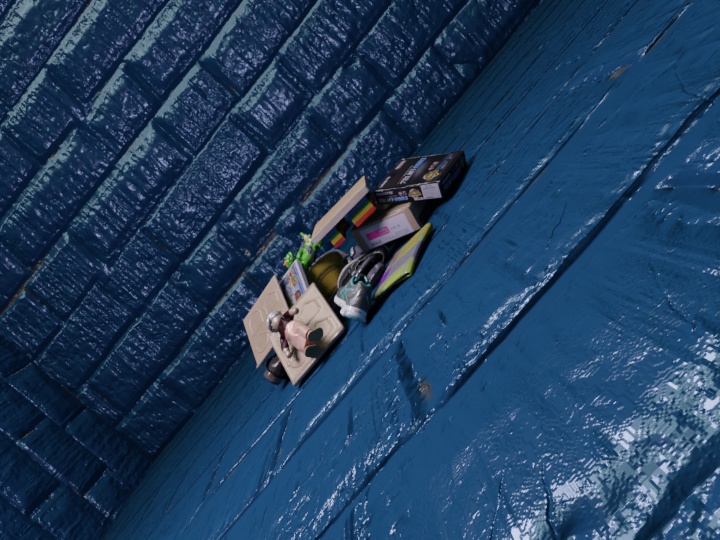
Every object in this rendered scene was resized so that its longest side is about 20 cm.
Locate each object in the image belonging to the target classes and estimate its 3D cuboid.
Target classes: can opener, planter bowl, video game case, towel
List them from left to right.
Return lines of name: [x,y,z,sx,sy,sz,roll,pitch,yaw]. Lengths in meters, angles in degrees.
video game case: [-0.207,0.091,1.633,0.201,0.018,0.145,-51,45,29]
planter bowl: [-0.092,0.052,1.725,0.200,0.083,0.202,-42,-25,-25]
can opener: [-0.013,0.045,1.487,0.201,0.063,0.079,-49,8,9]
towel: [0.097,-0.018,1.303,0.143,0.023,0.201,-43,11,39]

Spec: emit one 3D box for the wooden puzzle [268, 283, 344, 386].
wooden puzzle: [-0.131,0.158,1.431,0.186,0.046,0.201,-48,43,9]

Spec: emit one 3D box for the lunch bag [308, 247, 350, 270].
lunch bag: [-0.116,0.029,1.847,0.199,0.075,0.163,-34,-32,-38]

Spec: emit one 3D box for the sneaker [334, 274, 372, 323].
sneaker: [-0.007,0.052,1.303,0.200,0.076,0.093,-138,68,-75]

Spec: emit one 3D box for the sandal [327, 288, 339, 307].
sandal: [-0.093,0.129,1.592,0.202,0.048,0.076,-55,0,-39]

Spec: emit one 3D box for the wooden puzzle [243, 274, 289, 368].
wooden puzzle: [-0.252,0.144,1.623,0.186,0.046,0.202,-52,41,24]

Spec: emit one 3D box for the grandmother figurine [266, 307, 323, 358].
grandmother figurine: [-0.164,0.147,1.383,0.198,0.060,0.124,23,96,49]

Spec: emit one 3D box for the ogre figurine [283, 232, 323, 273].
ogre figurine: [-0.162,-0.041,1.706,0.199,0.097,0.122,22,82,57]

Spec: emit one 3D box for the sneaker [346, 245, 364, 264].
sneaker: [0.013,-0.040,1.832,0.086,0.076,0.201,-22,15,12]

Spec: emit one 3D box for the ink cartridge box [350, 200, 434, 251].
ink cartridge box: [0.089,-0.150,1.583,0.197,0.076,0.166,-20,25,33]

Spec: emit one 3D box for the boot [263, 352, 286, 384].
boot: [-0.195,0.214,1.599,0.177,0.068,0.200,-60,7,3]

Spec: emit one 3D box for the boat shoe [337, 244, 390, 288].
boat shoe: [0.000,0.000,1.608,0.200,0.071,0.064,-44,7,28]

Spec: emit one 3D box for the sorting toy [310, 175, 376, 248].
sorting toy: [-0.036,-0.149,1.564,0.200,0.070,0.199,-44,12,11]

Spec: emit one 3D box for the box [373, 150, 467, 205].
box: [0.159,-0.246,1.532,0.194,0.051,0.201,0,33,33]
